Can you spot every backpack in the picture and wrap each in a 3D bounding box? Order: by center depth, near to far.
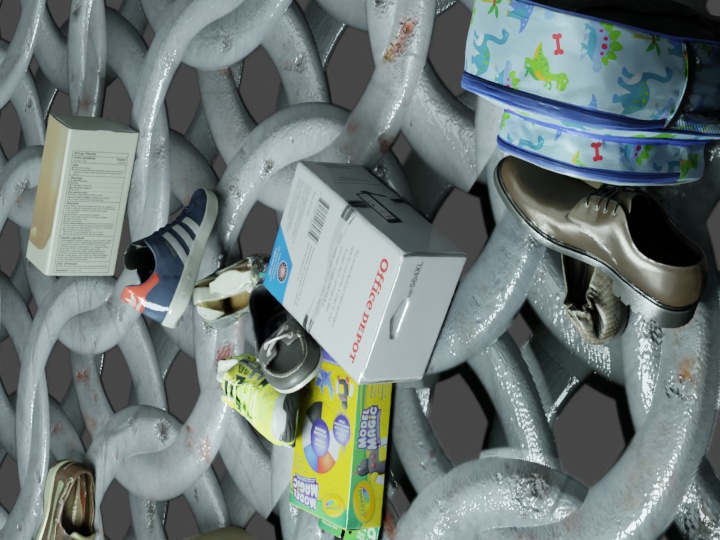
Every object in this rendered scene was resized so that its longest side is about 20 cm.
[{"bbox_3d":[0.180,-0.145,1.176,0.183,0.199,0.148,27,109,50],"label":"backpack"}]

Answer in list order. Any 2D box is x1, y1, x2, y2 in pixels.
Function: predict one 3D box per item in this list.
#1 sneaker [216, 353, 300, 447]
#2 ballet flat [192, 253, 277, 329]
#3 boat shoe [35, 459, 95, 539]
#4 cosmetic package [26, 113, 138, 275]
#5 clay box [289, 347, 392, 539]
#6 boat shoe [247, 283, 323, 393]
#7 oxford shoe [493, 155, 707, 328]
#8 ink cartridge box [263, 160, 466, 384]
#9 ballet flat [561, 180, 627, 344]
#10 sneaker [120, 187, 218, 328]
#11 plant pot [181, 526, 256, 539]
[{"bbox_3d":[-0.107,0.137,1.623,0.200,0.076,0.076,-143,59,-75],"label":"sneaker"},{"bbox_3d":[-0.150,0.022,1.744,0.200,0.072,0.072,-21,73,52],"label":"ballet flat"},{"bbox_3d":[-0.393,0.359,2.074,0.075,0.075,0.203,2,91,48],"label":"boat shoe"},{"bbox_3d":[-0.363,-0.098,2.008,0.071,0.105,0.201,33,114,49],"label":"cosmetic package"},{"bbox_3d":[-0.022,0.181,1.583,0.115,0.047,0.201,12,98,56],"label":"clay box"},{"bbox_3d":[-0.086,0.067,1.583,0.067,0.057,0.200,-40,19,4],"label":"boat shoe"},{"bbox_3d":[0.194,-0.046,1.223,0.200,0.073,0.085,35,141,20],"label":"oxford shoe"},{"bbox_3d":[0.000,0.000,1.523,0.200,0.084,0.146,43,123,44],"label":"ink cartridge box"},{"bbox_3d":[0.188,-0.037,1.297,0.067,0.046,0.201,-9,83,53],"label":"ballet flat"},{"bbox_3d":[-0.222,-0.029,1.770,0.200,0.084,0.075,-79,14,-44],"label":"sneaker"},{"bbox_3d":[-0.223,0.391,1.731,0.187,0.199,0.188,0,90,54],"label":"plant pot"}]
